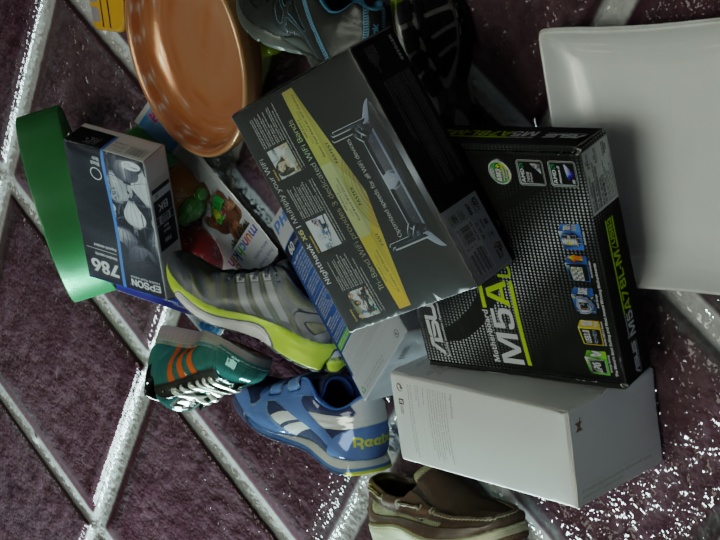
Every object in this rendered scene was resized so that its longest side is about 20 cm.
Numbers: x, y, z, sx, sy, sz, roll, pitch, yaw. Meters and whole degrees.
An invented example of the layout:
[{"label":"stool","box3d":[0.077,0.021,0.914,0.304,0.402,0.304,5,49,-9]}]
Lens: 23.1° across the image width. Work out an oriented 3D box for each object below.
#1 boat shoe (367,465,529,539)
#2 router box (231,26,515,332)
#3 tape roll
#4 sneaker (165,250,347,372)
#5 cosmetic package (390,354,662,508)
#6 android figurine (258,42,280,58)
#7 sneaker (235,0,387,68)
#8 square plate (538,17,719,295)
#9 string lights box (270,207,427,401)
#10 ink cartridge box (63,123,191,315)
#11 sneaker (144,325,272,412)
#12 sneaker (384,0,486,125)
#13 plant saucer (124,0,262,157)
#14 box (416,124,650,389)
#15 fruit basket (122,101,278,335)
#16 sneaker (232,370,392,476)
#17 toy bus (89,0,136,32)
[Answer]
[{"label":"boat shoe","box3d":[0.067,0.208,1.558,0.202,0.075,0.075,-9,94,52]},{"label":"router box","box3d":[0.007,-0.065,1.341,0.157,0.052,0.200,-21,100,49]},{"label":"tape roll","box3d":[-0.303,-0.069,1.817,0.200,0.048,0.201,163,90,-87]},{"label":"sneaker","box3d":[-0.088,0.019,1.632,0.200,0.074,0.081,23,110,14]},{"label":"cosmetic package","box3d":[0.130,0.115,1.409,0.200,0.107,0.085,12,115,49]},{"label":"android figurine","box3d":[-0.106,-0.278,1.568,0.200,0.041,0.182,-3,104,53]},{"label":"sneaker","box3d":[-0.034,-0.211,1.431,0.200,0.073,0.082,39,132,44]},{"label":"square plate","box3d":[0.221,-0.082,1.269,0.198,0.028,0.200,5,110,49]},{"label":"string lights box","box3d":[0.000,0.000,1.523,0.200,0.059,0.103,62,143,28]},{"label":"ink cartridge box","box3d":[-0.222,-0.039,1.689,0.099,0.039,0.200,15,131,28]},{"label":"sneaker","box3d":[-0.150,0.103,1.701,0.200,0.071,0.080,2,71,61]},{"label":"sneaker","box3d":[0.047,-0.149,1.417,0.081,0.074,0.200,4,108,53]},{"label":"plant saucer","box3d":[-0.148,-0.204,1.598,0.200,0.037,0.201,31,131,44]},{"label":"box","box3d":[0.116,-0.013,1.345,0.193,0.047,0.200,5,119,38]},{"label":"fruit basket","box3d":[-0.181,-0.042,1.728,0.200,0.094,0.185,54,140,13]},{"label":"sneaker","box3d":[-0.043,0.125,1.656,0.200,0.074,0.082,19,116,42]},{"label":"toy bus","box3d":[-0.226,-0.331,1.669,0.078,0.065,0.200,16,119,48]}]
